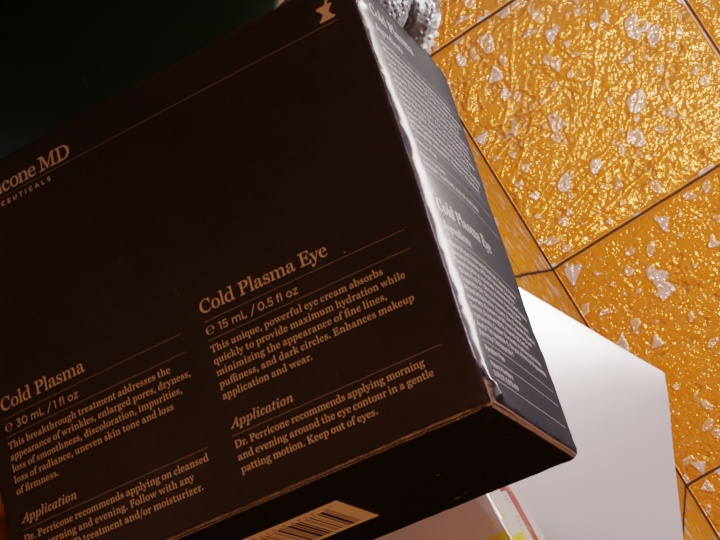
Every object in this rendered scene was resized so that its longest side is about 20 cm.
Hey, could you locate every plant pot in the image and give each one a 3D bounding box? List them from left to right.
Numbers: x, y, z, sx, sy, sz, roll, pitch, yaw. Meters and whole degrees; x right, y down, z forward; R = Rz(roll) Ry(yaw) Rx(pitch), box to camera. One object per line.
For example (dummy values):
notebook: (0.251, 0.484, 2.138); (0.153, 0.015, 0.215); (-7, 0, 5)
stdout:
plant pot: (-0.159, -0.142, 0.614); (0.161, 0.200, 0.200); (55, 9, 27)

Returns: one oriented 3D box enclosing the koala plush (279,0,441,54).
koala plush: (-0.040, -0.192, 1.181); (0.177, 0.200, 0.184); (43, 18, -50)

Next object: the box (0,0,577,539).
box: (-0.044, 0.018, 0.574); (0.104, 0.199, 0.183); (34, 35, -60)

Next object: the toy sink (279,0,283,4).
toy sink: (-0.152, -0.262, 1.081); (0.200, 0.130, 0.112); (54, 12, -14)

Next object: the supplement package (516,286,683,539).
supplement package: (0.082, 0.109, 0.837); (0.200, 0.111, 0.156); (29, 48, -36)

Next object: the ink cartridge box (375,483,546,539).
ink cartridge box: (0.013, 0.151, 0.660); (0.201, 0.145, 0.083); (62, 12, 17)
